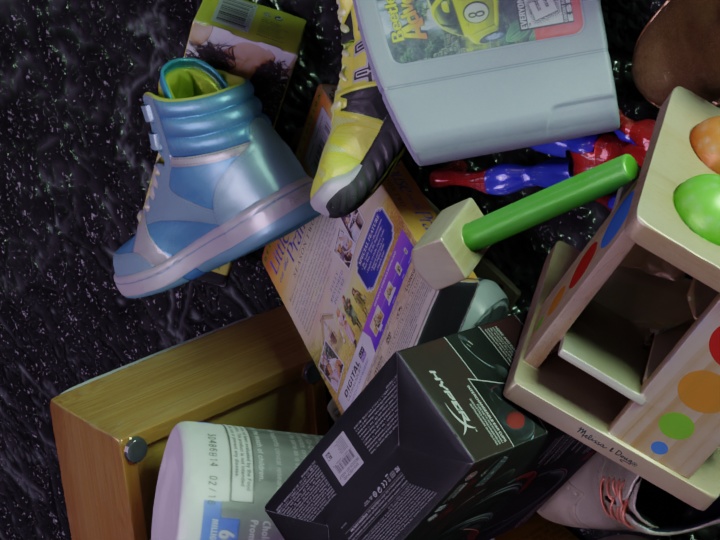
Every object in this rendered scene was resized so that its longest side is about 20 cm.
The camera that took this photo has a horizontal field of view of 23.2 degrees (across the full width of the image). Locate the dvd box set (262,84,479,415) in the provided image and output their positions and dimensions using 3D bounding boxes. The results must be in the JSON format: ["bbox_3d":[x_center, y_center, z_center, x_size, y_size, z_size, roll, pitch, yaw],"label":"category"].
[{"bbox_3d":[0.000,0.000,1.093,0.201,0.029,0.147,59,139,44],"label":"dvd box set"}]

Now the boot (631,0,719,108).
[{"bbox_3d":[0.199,-0.132,0.881,0.199,0.075,0.074,-29,88,48],"label":"boot"}]

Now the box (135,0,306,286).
[{"bbox_3d":[-0.098,-0.086,1.189,0.075,0.050,0.201,17,127,-4],"label":"box"}]

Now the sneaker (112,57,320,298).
[{"bbox_3d":[-0.115,-0.064,1.140,0.199,0.079,0.131,-23,96,44],"label":"sneaker"}]

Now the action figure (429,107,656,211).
[{"bbox_3d":[0.125,-0.066,1.000,0.199,0.052,0.066,12,119,42],"label":"action figure"}]

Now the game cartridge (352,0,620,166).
[{"bbox_3d":[0.060,-0.164,0.953,0.132,0.041,0.202,-11,87,6],"label":"game cartridge"}]

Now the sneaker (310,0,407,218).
[{"bbox_3d":[0.013,-0.126,1.006,0.076,0.075,0.201,25,85,0],"label":"sneaker"}]

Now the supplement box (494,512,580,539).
[{"bbox_3d":[0.158,0.238,1.086,0.200,0.069,0.067,38,129,25],"label":"supplement box"}]

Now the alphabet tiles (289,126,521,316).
[{"bbox_3d":[0.006,0.004,1.178,0.200,0.008,0.168,46,134,21],"label":"alphabet tiles"}]

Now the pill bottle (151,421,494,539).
[{"bbox_3d":[-0.024,0.160,1.092,0.114,0.198,0.115,-173,90,-76],"label":"pill bottle"}]

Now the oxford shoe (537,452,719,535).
[{"bbox_3d":[0.163,0.121,1.023,0.199,0.074,0.071,-22,92,47],"label":"oxford shoe"}]

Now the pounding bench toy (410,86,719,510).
[{"bbox_3d":[0.142,-0.010,0.897,0.199,0.125,0.156,30,131,-3],"label":"pounding bench toy"}]

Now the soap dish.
[{"bbox_3d":[-0.106,0.129,1.193,0.081,0.199,0.159,23,126,47],"label":"soap dish"}]

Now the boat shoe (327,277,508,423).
[{"bbox_3d":[0.028,0.063,1.125,0.062,0.072,0.200,48,137,15],"label":"boat shoe"}]

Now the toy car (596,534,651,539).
[{"bbox_3d":[0.172,0.222,0.949,0.198,0.176,0.151,16,144,16],"label":"toy car"}]

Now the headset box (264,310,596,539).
[{"bbox_3d":[0.066,0.096,0.987,0.075,0.199,0.149,54,128,19],"label":"headset box"}]
